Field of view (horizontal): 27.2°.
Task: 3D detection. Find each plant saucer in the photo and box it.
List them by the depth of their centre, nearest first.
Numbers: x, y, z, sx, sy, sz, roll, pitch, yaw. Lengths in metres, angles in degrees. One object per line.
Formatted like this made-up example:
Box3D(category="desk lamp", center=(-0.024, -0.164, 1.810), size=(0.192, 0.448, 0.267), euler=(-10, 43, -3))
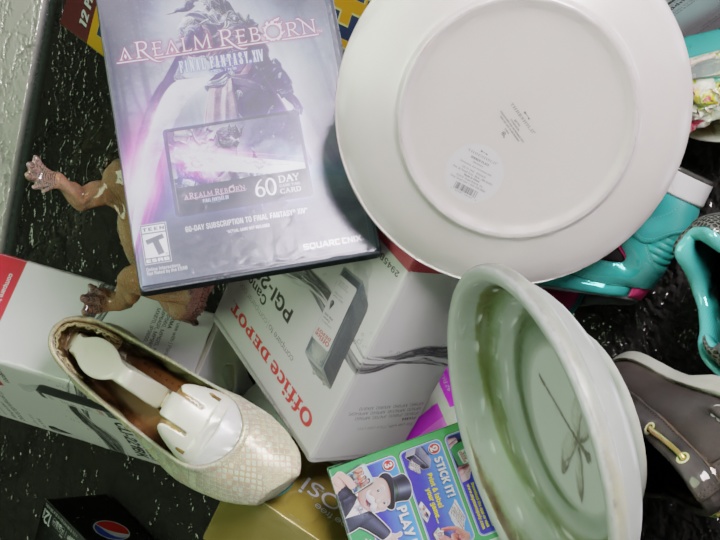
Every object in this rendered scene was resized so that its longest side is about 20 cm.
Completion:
Box3D(category="plant saucer", center=(0.109, 0.089, 0.813), size=(0.200, 0.050, 0.203), euler=(164, 90, -73))

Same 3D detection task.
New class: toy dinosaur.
Box3D(category="toy dinosaur", center=(-0.120, -0.028, 0.942), size=(0.134, 0.086, 0.202), euler=(6, 125, 29))

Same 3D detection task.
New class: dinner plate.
Box3D(category="dinner plate", center=(0.084, -0.085, 0.808), size=(0.024, 0.198, 0.202), euler=(-90, 19, -71))

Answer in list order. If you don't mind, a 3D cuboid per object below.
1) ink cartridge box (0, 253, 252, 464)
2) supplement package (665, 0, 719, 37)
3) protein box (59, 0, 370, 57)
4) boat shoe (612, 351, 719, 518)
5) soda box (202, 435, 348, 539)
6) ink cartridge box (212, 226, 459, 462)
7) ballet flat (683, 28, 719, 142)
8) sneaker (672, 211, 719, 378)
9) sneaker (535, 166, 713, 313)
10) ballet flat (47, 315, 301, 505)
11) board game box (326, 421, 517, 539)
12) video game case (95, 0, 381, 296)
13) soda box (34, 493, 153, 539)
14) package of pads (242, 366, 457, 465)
Box3D(category="ink cartridge box", center=(-0.193, 0.071, 1.103), size=(0.197, 0.145, 0.085), euler=(14, 66, 13))
Box3D(category="supplement package", center=(0.192, -0.239, 0.835), size=(0.199, 0.110, 0.158), euler=(-34, 65, 41))
Box3D(category="protein box", center=(-0.069, -0.192, 1.055), size=(0.198, 0.198, 0.136), euler=(37, 115, 42))
Box3D(category="boat shoe", center=(0.163, 0.092, 0.833), size=(0.072, 0.060, 0.201), euler=(58, 167, -8))
Box3D(category="soda box", center=(-0.002, 0.194, 0.987), size=(0.199, 0.068, 0.064), euler=(32, 127, 8))
Box3D(category="ink cartridge box", center=(0.000, 0.000, 0.949), size=(0.146, 0.084, 0.201), euler=(51, 129, 36))
Box3D(category="ballet flat", center=(0.233, -0.108, 0.823), size=(0.198, 0.076, 0.064), euler=(-7, 119, 42))
Box3D(category="sneaker", center=(0.221, 0.056, 0.806), size=(0.077, 0.090, 0.202), euler=(-36, 63, 41))
Box3D(category="sneaker", center=(0.117, -0.033, 0.936), size=(0.199, 0.083, 0.122), euler=(28, 99, 43))
Box3D(category="ballet flat", center=(-0.128, 0.089, 0.957), size=(0.198, 0.062, 0.068), euler=(26, 79, 27))
Box3D(category="board game box", center=(0.070, 0.187, 0.887), size=(0.029, 0.133, 0.202), euler=(74, 177, -56))
Box3D(category="video game case", center=(-0.075, -0.095, 0.876), size=(0.019, 0.141, 0.203), euler=(115, 145, -76))
Box3D(category="soda box", center=(-0.203, 0.269, 1.278), size=(0.199, 0.070, 0.064), euler=(32, 111, 43))
Box3D(category="package of pads", center=(0.004, 0.105, 1.059), size=(0.200, 0.068, 0.156), euler=(-45, 58, 36))
